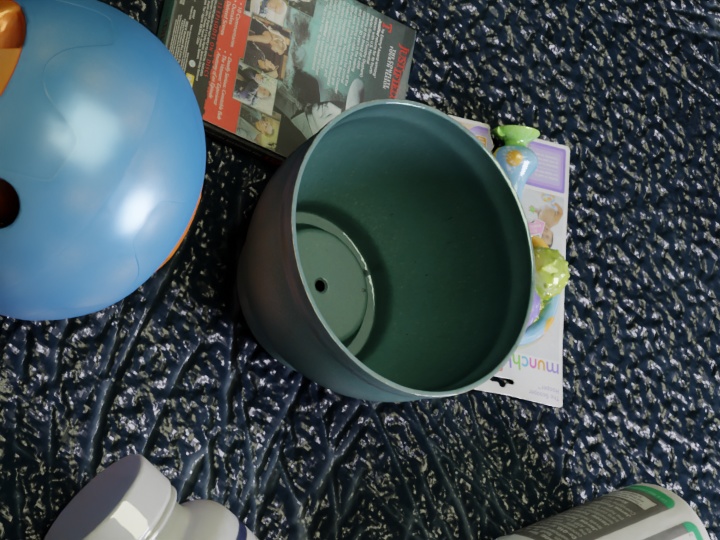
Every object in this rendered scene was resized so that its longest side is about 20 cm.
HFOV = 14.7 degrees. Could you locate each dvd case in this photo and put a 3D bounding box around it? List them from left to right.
[{"bbox_3d":[-0.053,-0.142,1.951,0.199,0.022,0.147,23,64,-29],"label":"dvd case"}]

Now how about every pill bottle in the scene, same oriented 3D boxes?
[{"bbox_3d":[-0.100,0.215,1.742,0.200,0.120,0.120,46,54,-16],"label":"pill bottle"},{"bbox_3d":[0.143,0.226,1.926,0.199,0.113,0.114,-16,86,-39],"label":"pill bottle"}]

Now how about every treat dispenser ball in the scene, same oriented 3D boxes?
[{"bbox_3d":[-0.194,-0.070,1.707,0.200,0.201,0.202,12,69,-34],"label":"treat dispenser ball"}]

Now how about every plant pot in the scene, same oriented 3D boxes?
[{"bbox_3d":[0.000,0.000,1.874,0.200,0.134,0.201,12,69,-33],"label":"plant pot"}]

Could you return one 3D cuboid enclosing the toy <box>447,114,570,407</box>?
[{"bbox_3d":[0.114,-0.011,2.019,0.115,0.047,0.201,13,68,-32],"label":"toy"}]
